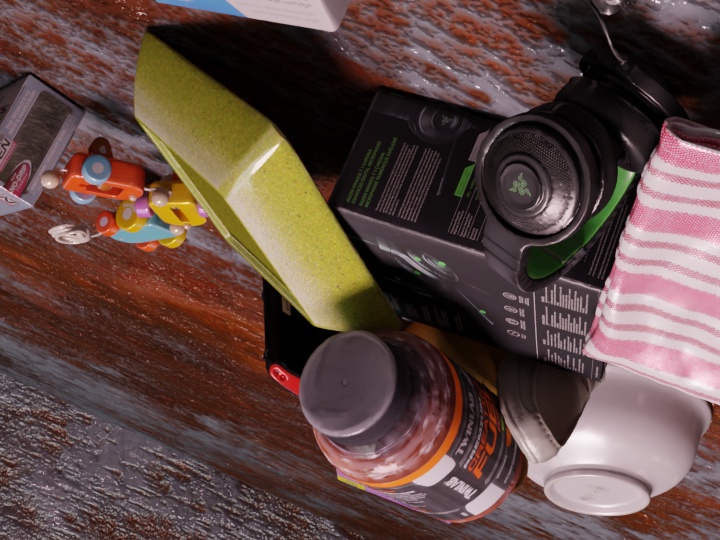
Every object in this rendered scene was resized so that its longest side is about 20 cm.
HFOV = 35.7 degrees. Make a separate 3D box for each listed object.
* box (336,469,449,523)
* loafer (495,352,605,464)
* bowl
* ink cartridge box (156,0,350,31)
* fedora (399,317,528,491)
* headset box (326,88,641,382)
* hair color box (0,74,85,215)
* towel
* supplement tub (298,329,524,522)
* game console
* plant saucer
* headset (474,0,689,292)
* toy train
[{"bbox_3d":[0.062,0.252,1.510,0.175,0.097,0.200,20,161,8],"label":"box"},{"bbox_3d":[0.148,0.076,0.847,0.070,0.200,0.070,-26,106,22],"label":"loafer"},{"bbox_3d":[0.221,0.167,1.037,0.200,0.091,0.201,8,148,5],"label":"bowl"},{"bbox_3d":[-0.078,-0.201,0.502,0.115,0.067,0.200,15,160,25],"label":"ink cartridge box"},{"bbox_3d":[0.083,0.095,0.956,0.200,0.201,0.082,29,119,-18],"label":"fedora"},{"bbox_3d":[0.084,-0.020,0.761,0.199,0.093,0.174,17,161,17],"label":"headset box"},{"bbox_3d":[-0.331,-0.103,1.007,0.061,0.099,0.200,35,158,-29],"label":"hair color box"},{"bbox_3d":[0.201,0.016,0.580,0.146,0.030,0.200,22,144,13],"label":"towel"},{"bbox_3d":[0.035,0.107,0.782,0.107,0.107,0.200,11,164,32],"label":"supplement tub"},{"bbox_3d":[-0.020,0.063,0.999,0.177,0.200,0.031,32,118,-28],"label":"game console"},{"bbox_3d":[-0.076,-0.049,0.772,0.200,0.048,0.200,39,167,46],"label":"plant saucer"},{"bbox_3d":[0.105,-0.076,0.575,0.094,0.123,0.200,38,152,23],"label":"headset"},{"bbox_3d":[-0.208,-0.069,0.984,0.150,0.056,0.200,7,164,-19],"label":"toy train"}]
